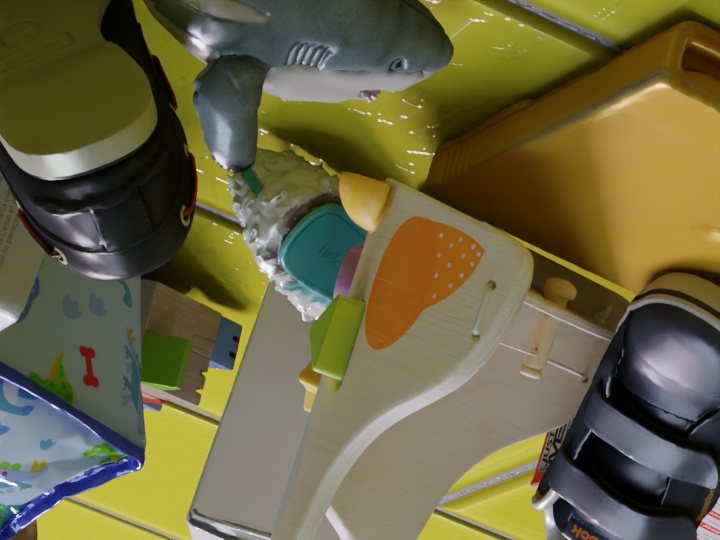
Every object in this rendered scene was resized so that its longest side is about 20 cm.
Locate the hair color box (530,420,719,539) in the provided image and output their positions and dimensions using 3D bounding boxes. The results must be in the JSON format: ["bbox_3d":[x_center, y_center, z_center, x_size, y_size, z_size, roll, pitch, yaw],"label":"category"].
[{"bbox_3d":[0.181,0.086,1.274,0.101,0.061,0.200,27,157,-24],"label":"hair color box"}]

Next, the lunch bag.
[{"bbox_3d":[-0.198,0.002,1.178,0.127,0.170,0.200,-29,136,24],"label":"lunch bag"}]

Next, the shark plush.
[{"bbox_3d":[-0.042,-0.130,0.940,0.083,0.091,0.200,-15,129,21],"label":"shark plush"}]

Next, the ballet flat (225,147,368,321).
[{"bbox_3d":[0.000,0.000,1.219,0.072,0.072,0.200,6,155,30],"label":"ballet flat"}]

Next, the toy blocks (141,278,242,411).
[{"bbox_3d":[-0.146,0.034,1.397,0.200,0.100,0.137,9,170,25],"label":"toy blocks"}]

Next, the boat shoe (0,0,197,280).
[{"bbox_3d":[-0.108,-0.066,0.957,0.074,0.201,0.063,-21,125,-5],"label":"boat shoe"}]

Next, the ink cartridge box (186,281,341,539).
[{"bbox_3d":[-0.025,0.103,1.369,0.085,0.146,0.200,17,160,5],"label":"ink cartridge box"}]

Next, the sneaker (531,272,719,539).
[{"bbox_3d":[0.126,0.081,1.153,0.078,0.079,0.200,31,151,14],"label":"sneaker"}]

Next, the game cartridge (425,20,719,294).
[{"bbox_3d":[0.144,-0.028,1.053,0.176,0.032,0.200,25,162,-19],"label":"game cartridge"}]

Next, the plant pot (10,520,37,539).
[{"bbox_3d":[-0.231,0.075,1.270,0.200,0.028,0.200,37,-172,-6],"label":"plant pot"}]

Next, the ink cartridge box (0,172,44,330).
[{"bbox_3d":[-0.212,-0.077,1.049,0.200,0.146,0.083,25,159,-19],"label":"ink cartridge box"}]

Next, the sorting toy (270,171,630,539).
[{"bbox_3d":[0.016,0.063,1.118,0.107,0.180,0.200,27,-179,19],"label":"sorting toy"}]
